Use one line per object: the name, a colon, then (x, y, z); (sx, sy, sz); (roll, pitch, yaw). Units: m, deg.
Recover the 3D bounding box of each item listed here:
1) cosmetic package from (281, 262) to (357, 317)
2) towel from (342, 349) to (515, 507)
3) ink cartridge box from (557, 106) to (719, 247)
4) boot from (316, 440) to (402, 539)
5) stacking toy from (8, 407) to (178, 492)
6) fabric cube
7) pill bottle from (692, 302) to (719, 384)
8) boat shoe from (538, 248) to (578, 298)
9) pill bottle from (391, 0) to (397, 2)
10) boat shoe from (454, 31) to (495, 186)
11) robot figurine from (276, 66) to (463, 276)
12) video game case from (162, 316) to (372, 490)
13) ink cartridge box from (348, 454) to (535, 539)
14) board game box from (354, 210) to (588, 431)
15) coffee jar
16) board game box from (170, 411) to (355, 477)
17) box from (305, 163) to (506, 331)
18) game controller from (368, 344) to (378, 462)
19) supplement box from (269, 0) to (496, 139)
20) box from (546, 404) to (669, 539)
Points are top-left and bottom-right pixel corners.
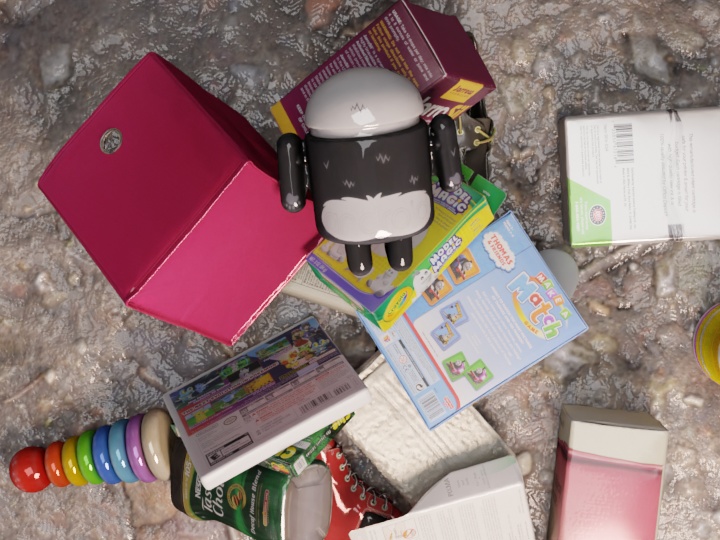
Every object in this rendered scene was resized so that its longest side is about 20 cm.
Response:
cosmetic package: (0.000, 0.000, 1.399); (0.199, 0.073, 0.104); (19, 84, 12)
towel: (0.065, 0.180, 1.398); (0.132, 0.034, 0.200); (-41, 98, -1)
ink cartridge box: (0.328, -0.105, 1.389); (0.199, 0.084, 0.146); (-3, 93, 4)
boot: (-0.016, 0.228, 1.433); (0.143, 0.072, 0.201); (9, 101, 3)
stacking toy: (-0.316, 0.222, 1.447); (0.199, 0.085, 0.086); (-14, 92, 9)
fabric cube: (-0.183, -0.071, 1.325); (0.196, 0.200, 0.199); (-47, 58, 7)
pill bottle: (0.429, 0.087, 1.333); (0.104, 0.200, 0.105); (0, 92, 4)
boat shoe: (0.168, 0.058, 1.412); (0.075, 0.086, 0.202); (43, 65, -2)
pill bottle: (-0.007, -0.399, 1.382); (0.200, 0.113, 0.113); (35, 94, 1)
boat shoe: (0.118, -0.168, 1.398); (0.060, 0.072, 0.202); (-12, 90, 34)
robot figurine: (0.009, -0.100, 1.226); (0.150, 0.124, 0.201); (-20, 111, -38)
video game case: (-0.107, 0.141, 1.366); (0.199, 0.182, 0.023); (-28, 121, -9)
ink cartridge box: (0.095, 0.301, 1.393); (0.199, 0.050, 0.162); (-14, 128, 1)
board game box: (0.118, 0.054, 1.320); (0.199, 0.037, 0.152); (-33, 80, 1)
coffee jar: (-0.128, 0.243, 1.385); (0.199, 0.085, 0.105); (9, 100, 41)
board game box: (-0.111, 0.165, 1.371); (0.105, 0.199, 0.024); (-42, 126, -33)
box: (0.051, -0.043, 1.322); (0.200, 0.048, 0.117); (-45, 54, -11)
game controller: (0.064, 0.134, 1.436); (0.104, 0.042, 0.201); (8, 92, 3)
supplement box: (0.025, -0.187, 1.342); (0.200, 0.131, 0.104); (-36, 73, 27)
box: (0.272, 0.261, 1.386); (0.108, 0.128, 0.201); (6, 92, 4)
